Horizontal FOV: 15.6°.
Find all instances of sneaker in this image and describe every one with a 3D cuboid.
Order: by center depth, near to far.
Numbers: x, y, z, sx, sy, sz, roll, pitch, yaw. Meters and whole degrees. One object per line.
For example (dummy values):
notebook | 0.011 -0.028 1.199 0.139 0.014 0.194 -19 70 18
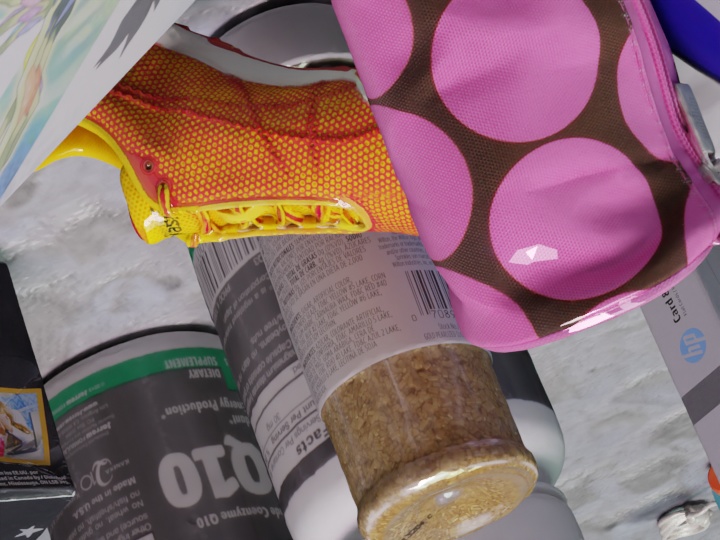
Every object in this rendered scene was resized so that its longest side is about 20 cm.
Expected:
sneaker | -0.033 -0.034 0.893 0.200 0.077 0.073 16 163 24

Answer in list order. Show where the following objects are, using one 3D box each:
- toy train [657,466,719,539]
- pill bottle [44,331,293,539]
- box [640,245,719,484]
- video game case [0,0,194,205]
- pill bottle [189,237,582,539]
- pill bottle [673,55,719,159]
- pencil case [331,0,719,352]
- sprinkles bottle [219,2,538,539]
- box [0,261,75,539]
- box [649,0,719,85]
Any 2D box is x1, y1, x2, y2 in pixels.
toy train | 0.292 0.143 1.628 0.200 0.056 0.150 -10 152 -23
pill bottle | -0.073 0.138 1.171 0.113 0.200 0.113 -18 154 -9
box | 0.184 0.015 1.129 0.156 0.200 0.041 4 144 -42
video game case | -0.072 -0.115 0.772 0.182 0.022 0.200 -50 168 -28
pill bottle | 0.012 0.049 1.046 0.113 0.200 0.113 -17 155 -9
pill bottle | 0.077 -0.075 0.922 0.112 0.112 0.200 -17 180 -9
pencil case | 0.041 -0.083 0.764 0.094 0.200 0.091 -17 -167 25
sprinkles bottle | 0.000 0.000 0.958 0.068 0.200 0.068 -17 154 -9
box | -0.226 0.092 1.066 0.132 0.115 0.200 1 145 -36
box | 0.169 -0.166 0.746 0.184 0.105 0.200 -30 134 -26
